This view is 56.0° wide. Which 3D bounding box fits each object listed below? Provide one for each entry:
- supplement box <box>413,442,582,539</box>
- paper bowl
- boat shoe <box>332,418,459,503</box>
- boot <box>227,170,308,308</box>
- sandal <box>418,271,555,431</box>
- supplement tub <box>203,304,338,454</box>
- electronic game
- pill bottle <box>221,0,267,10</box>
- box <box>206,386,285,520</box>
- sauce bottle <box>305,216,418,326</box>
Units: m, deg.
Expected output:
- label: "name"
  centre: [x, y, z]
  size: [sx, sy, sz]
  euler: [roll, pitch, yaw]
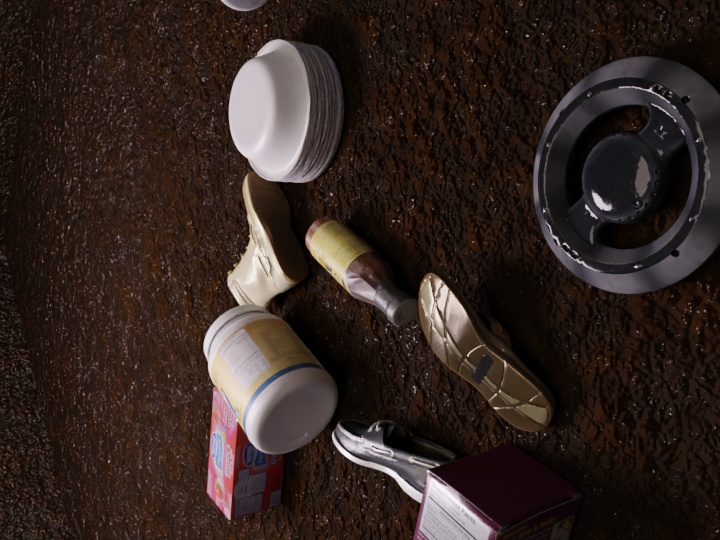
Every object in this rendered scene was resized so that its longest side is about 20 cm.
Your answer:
- label: "supplement box"
  centre: [0.125, 0.298, 0.686]
  size: [0.103, 0.130, 0.202]
  euler: [29, 115, 48]
- label: "paper bowl"
  centre: [-0.119, -0.232, 0.987]
  size: [0.200, 0.104, 0.203]
  euler: [4, 95, 53]
- label: "boat shoe"
  centre: [0.044, 0.219, 0.840]
  size: [0.199, 0.075, 0.061]
  euler: [17, 108, 39]
- label: "boot"
  centre: [-0.167, -0.041, 1.091]
  size: [0.155, 0.072, 0.201]
  euler: [-39, 68, 44]
- label: "sandal"
  centre: [0.135, 0.083, 0.726]
  size: [0.200, 0.054, 0.081]
  euler: [47, 135, 22]
- label: "supplement tub"
  centre: [-0.139, 0.156, 1.011]
  size: [0.200, 0.144, 0.146]
  euler: [43, 126, 42]
- label: "electronic game"
  centre: [0.230, -0.080, 0.587]
  size: [0.199, 0.041, 0.202]
  euler: [10, 102, 54]
- label: "pill bottle"
  centre: [-0.216, -0.512, 1.081]
  size: [0.200, 0.112, 0.113]
  euler: [54, 132, 34]
- label: "box"
  centre: [-0.188, 0.292, 1.125]
  size: [0.095, 0.099, 0.202]
  euler: [23, 111, 49]
- label: "sauce bottle"
  centre: [0.000, 0.000, 0.879]
  size: [0.200, 0.066, 0.066]
  euler: [45, 127, 44]
